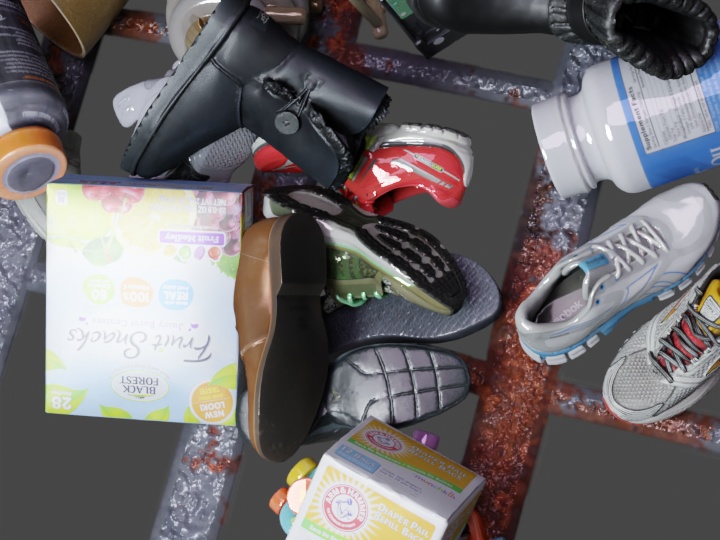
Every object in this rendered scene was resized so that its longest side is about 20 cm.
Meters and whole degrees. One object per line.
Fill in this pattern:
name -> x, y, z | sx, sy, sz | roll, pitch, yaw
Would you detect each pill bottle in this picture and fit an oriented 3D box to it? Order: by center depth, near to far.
pill bottle -> 0.244, -0.127, 1.458 | 0.200, 0.112, 0.112 | -18, 72, 14
pill bottle -> -0.320, -0.157, 1.588 | 0.106, 0.106, 0.200 | -33, 59, 9

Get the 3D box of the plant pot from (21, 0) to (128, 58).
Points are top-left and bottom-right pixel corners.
plant pot -> -0.245, -0.327, 1.643 | 0.186, 0.186, 0.200 | 41, 79, 22

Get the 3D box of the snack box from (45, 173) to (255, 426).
snack box -> -0.177, 0.024, 1.535 | 0.169, 0.068, 0.200 | 3, 101, 7

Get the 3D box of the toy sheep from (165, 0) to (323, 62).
toy sheep -> -0.103, -0.233, 1.590 | 0.138, 0.138, 0.200 | -10, 35, 16

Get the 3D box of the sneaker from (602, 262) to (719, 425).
sneaker -> 0.267, 0.041, 1.426 | 0.200, 0.082, 0.078 | -43, 68, 5

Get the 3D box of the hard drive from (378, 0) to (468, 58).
hard drive -> 0.078, -0.255, 1.495 | 0.140, 0.200, 0.038 | -32, 70, 10

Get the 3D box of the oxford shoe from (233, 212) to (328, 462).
oxford shoe -> -0.071, 0.055, 1.471 | 0.071, 0.071, 0.200 | -5, 77, 42

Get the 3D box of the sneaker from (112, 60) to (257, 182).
sneaker -> -0.183, -0.090, 1.613 | 0.200, 0.075, 0.115 | -51, 57, 11

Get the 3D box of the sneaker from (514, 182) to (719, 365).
sneaker -> 0.205, -0.001, 1.455 | 0.200, 0.087, 0.075 | -41, 67, 4

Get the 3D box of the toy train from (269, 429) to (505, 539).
toy train -> 0.015, 0.209, 1.484 | 0.200, 0.056, 0.150 | -12, 74, 15

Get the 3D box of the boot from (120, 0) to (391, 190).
boot -> -0.086, -0.113, 1.496 | 0.168, 0.076, 0.200 | 35, 120, -5

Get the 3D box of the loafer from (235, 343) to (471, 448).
loafer -> -0.001, 0.104, 1.504 | 0.200, 0.072, 0.073 | -10, 80, 16

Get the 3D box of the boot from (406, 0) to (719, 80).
boot -> 0.154, -0.203, 1.396 | 0.211, 0.079, 0.158 | -6, 30, -16

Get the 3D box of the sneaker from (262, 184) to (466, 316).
sneaker -> 0.000, 0.000, 1.510 | 0.200, 0.077, 0.089 | 29, 122, 27

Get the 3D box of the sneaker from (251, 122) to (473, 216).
sneaker -> -0.003, -0.084, 1.551 | 0.200, 0.077, 0.085 | 3, 87, 21

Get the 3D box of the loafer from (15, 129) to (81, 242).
loafer -> -0.284, -0.101, 1.647 | 0.070, 0.070, 0.200 | -35, 68, 17

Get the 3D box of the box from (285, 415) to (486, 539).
box -> 0.000, 0.231, 1.414 | 0.112, 0.101, 0.200 | 29, 111, 13

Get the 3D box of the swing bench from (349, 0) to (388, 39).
swing bench -> -0.006, -0.336, 1.541 | 0.130, 0.199, 0.200 | -31, 69, 9

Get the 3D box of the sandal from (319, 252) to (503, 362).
sandal -> 0.029, 0.035, 1.533 | 0.200, 0.043, 0.076 | -12, 66, 25
